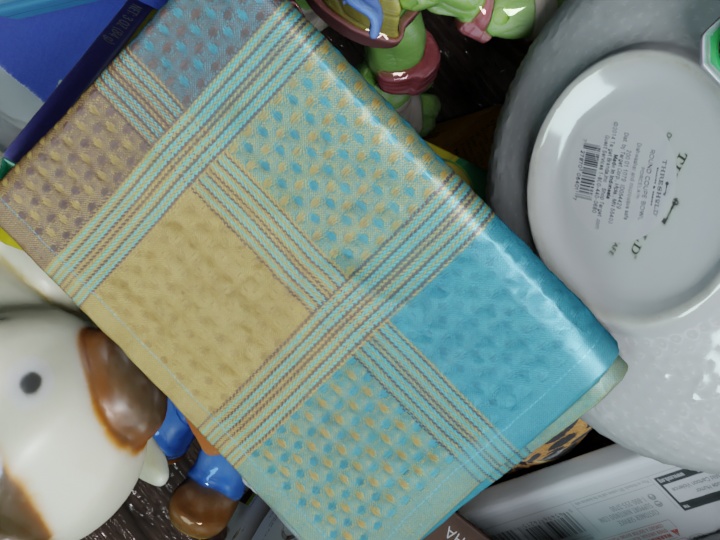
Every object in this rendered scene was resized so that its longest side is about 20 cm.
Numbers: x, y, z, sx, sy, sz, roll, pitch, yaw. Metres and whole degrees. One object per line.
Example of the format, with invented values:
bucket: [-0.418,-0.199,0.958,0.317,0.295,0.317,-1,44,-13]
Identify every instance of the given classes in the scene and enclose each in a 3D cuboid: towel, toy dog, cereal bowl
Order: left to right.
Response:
toy dog: [-0.158,0.058,0.813,0.195,0.139,0.200,53,174,-20]
towel: [-0.021,0.004,0.651,0.200,0.022,0.146,46,117,-6]
cereal bowl: [0.120,-0.026,0.658,0.199,0.083,0.203,0,90,41]

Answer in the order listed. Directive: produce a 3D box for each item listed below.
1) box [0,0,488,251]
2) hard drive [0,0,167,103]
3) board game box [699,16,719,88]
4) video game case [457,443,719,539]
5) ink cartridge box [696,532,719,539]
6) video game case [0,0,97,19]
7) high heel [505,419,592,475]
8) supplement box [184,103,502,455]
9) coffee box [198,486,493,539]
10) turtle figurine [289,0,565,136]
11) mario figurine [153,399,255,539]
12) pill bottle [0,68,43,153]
box: [-0.030,-0.019,0.721,0.198,0.118,0.049,27,135,1]
hard drive: [-0.096,-0.163,0.810,0.132,0.025,0.202,37,110,38]
board game box: [0.242,-0.066,0.578,0.200,0.200,0.026,47,179,1]
video game case: [0.168,0.150,0.886,0.182,0.023,0.199,46,140,-15]
ink cartridge box: [0.189,0.203,0.875,0.173,0.044,0.199,43,140,-14]
video game case: [-0.108,-0.218,0.796,0.142,0.018,0.203,-4,83,41]
high heel: [0.064,0.072,0.852,0.071,0.143,0.200,41,138,6]
supplement box: [0.000,0.000,0.810,0.066,0.200,0.069,-10,113,45]
coffee box: [0.002,0.148,0.931,0.113,0.080,0.200,39,169,-14]
turtle figurine: [0.035,-0.145,0.770,0.143,0.202,0.194,23,158,-5]
mario figurine: [-0.070,0.037,0.899,0.122,0.106,0.201,20,120,-13]
pill bottle: [-0.135,-0.037,0.965,0.113,0.114,0.202,21,132,27]
